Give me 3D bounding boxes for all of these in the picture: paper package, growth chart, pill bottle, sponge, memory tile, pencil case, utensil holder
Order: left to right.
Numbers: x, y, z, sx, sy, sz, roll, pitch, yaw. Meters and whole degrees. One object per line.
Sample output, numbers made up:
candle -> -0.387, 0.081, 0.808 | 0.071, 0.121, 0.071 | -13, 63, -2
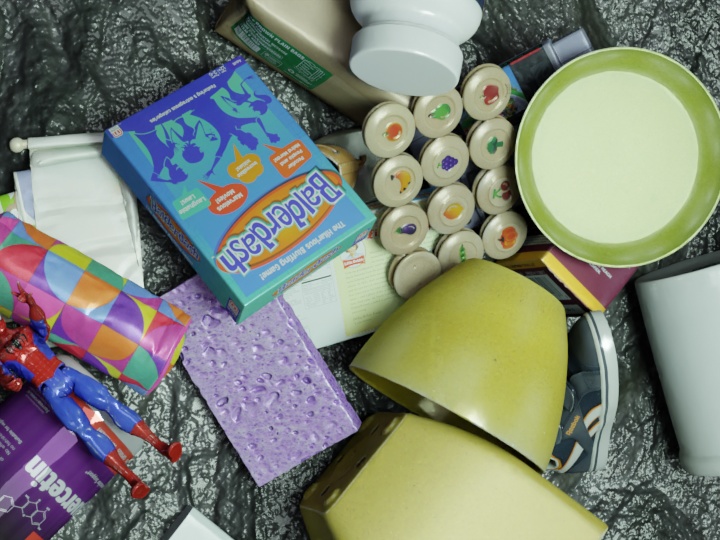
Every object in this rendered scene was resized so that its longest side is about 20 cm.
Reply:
pill bottle -> -0.287, 0.174, 1.074 | 0.200, 0.112, 0.112 | -46, 102, -15
growth chart -> -0.258, -0.029, 1.134 | 0.144, 0.018, 0.201 | 0, 88, -10
pencil case -> -0.244, 0.028, 1.089 | 0.200, 0.088, 0.089 | 31, 78, -7
sponge -> -0.096, 0.087, 1.162 | 0.111, 0.030, 0.200 | -29, 98, 12
paper package -> -0.001, -0.252, 1.185 | 0.200, 0.103, 0.191 | 33, 70, -16
pill bottle -> 0.053, -0.259, 1.090 | 0.115, 0.116, 0.201 | 15, 77, -18
memory tile -> 0.081, -0.078, 1.171 | 0.153, 0.017, 0.201 | -22, 122, -17
utensil holder -> 0.377, 0.085, 1.280 | 0.169, 0.170, 0.201 | -18, 91, -19

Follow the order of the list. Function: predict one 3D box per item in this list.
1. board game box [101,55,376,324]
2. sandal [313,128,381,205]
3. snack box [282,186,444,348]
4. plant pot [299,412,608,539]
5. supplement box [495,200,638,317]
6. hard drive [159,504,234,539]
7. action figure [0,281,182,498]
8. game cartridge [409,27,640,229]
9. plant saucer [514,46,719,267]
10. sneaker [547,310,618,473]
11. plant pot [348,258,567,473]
board game box -> -0.107, -0.074, 1.122 | 0.152, 0.045, 0.200 | -35, 79, -26
sandal -> -0.046, -0.092, 1.196 | 0.199, 0.055, 0.082 | -6, 90, -25
snack box -> 0.000, 0.000, 1.209 | 0.199, 0.037, 0.117 | -15, 106, -19
plant pot -> 0.061, 0.234, 1.157 | 0.200, 0.194, 0.196 | 44, 75, -7
supplement box -> 0.240, -0.053, 1.266 | 0.086, 0.110, 0.200 | 44, 76, -13
hard drive -> -0.122, 0.329, 1.171 | 0.200, 0.026, 0.132 | 42, 76, -14
action figure -> -0.234, 0.087, 0.999 | 0.200, 0.099, 0.065 | 38, 73, 15
game cartridge -> 0.149, -0.132, 1.224 | 0.200, 0.038, 0.130 | -27, 102, 18
plant saucer -> 0.237, -0.104, 1.176 | 0.199, 0.031, 0.201 | 0, 95, -5
sneaker -> 0.198, 0.125, 1.222 | 0.079, 0.079, 0.201 | -7, 130, -5
plant pot -> 0.110, 0.074, 1.162 | 0.200, 0.200, 0.142 | 31, 81, -15
